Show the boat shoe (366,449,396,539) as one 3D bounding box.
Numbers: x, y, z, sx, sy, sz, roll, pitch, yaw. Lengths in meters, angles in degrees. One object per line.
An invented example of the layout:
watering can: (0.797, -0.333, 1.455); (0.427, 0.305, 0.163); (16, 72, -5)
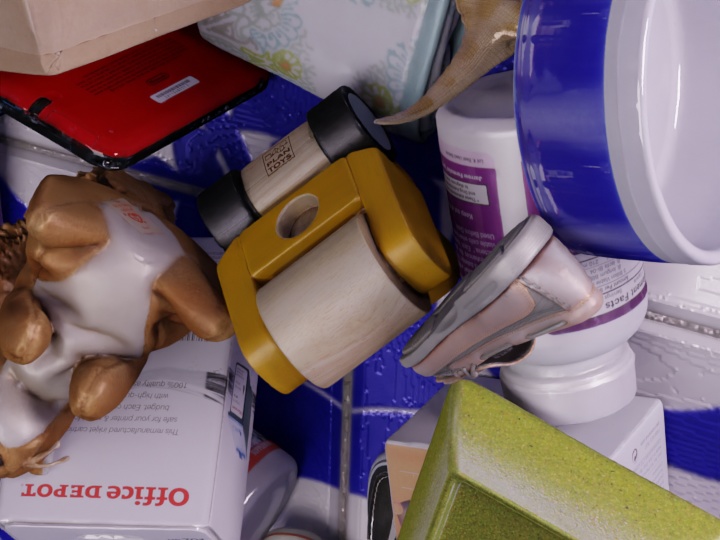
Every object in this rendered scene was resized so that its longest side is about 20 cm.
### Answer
boat shoe: (0.035, 0.219, 1.636); (0.068, 0.057, 0.201); (5, 115, 30)

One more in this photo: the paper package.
paper package: (-0.195, -0.196, 1.453); (0.199, 0.190, 0.104); (12, 118, 41)

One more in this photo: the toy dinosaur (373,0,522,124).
toy dinosaur: (0.094, -0.145, 1.389); (0.101, 0.058, 0.201); (29, 83, 9)

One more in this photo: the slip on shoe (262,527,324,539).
slip on shoe: (-0.018, 0.272, 1.689); (0.074, 0.061, 0.201); (-14, 107, 33)

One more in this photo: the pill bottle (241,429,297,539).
pill bottle: (-0.153, 0.123, 1.668); (0.200, 0.111, 0.112); (34, 126, 13)

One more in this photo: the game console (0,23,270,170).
game console: (-0.183, -0.094, 1.519); (0.172, 0.200, 0.119); (30, 122, 15)

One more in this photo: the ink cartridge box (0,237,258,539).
ink cartridge box: (-0.147, 0.084, 1.570); (0.146, 0.201, 0.086); (1, 159, 12)

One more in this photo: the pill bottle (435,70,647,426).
pill bottle: (0.113, -0.013, 1.439); (0.112, 0.112, 0.201); (3, 114, 30)

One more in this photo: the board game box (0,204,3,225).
board game box: (-0.315, -0.067, 1.692); (0.119, 0.032, 0.201); (5, 126, 8)

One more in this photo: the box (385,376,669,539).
box: (0.114, 0.185, 1.540); (0.152, 0.106, 0.201); (5, 115, 29)

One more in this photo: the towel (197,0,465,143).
towel: (-0.007, -0.196, 1.465); (0.171, 0.048, 0.201); (29, 125, 20)

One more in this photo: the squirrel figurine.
squirrel figurine: (-0.186, 0.036, 1.489); (0.141, 0.200, 0.187); (27, 108, -20)

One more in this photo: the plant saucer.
plant saucer: (0.105, 0.196, 1.453); (0.199, 0.048, 0.201); (29, 124, 17)

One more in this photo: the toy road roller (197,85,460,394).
toy road roller: (0.000, 0.000, 1.446); (0.123, 0.200, 0.146); (-36, 127, 14)

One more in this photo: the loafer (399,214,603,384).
loafer: (0.077, 0.032, 1.344); (0.063, 0.072, 0.200); (40, 157, 0)

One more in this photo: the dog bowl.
dog bowl: (0.163, -0.104, 1.308); (0.078, 0.200, 0.201); (4, 115, 33)
